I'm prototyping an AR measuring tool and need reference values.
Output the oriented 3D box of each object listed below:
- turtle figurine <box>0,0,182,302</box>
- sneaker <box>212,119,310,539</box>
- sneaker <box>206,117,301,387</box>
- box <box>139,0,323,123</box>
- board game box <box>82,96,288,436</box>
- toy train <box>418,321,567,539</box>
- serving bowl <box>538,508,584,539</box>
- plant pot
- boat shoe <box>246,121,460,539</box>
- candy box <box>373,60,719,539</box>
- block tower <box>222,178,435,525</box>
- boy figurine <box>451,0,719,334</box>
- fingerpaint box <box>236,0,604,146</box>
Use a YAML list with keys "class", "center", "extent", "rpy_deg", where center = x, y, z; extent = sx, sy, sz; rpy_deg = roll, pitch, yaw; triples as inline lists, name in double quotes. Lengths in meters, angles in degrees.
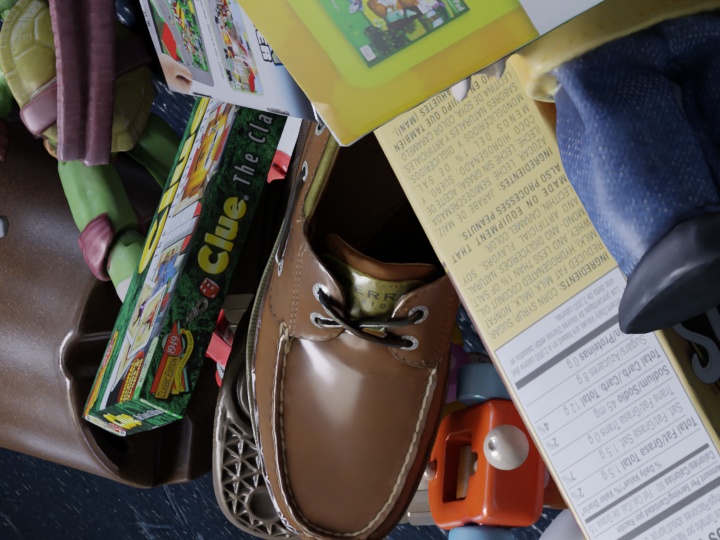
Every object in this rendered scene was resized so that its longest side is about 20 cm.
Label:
- class: "turtle figurine"
  center: [-0.136, -0.045, 1.168]
  extent: [0.194, 0.200, 0.144]
  rpy_deg: [50, -159, 7]
- class: "sneaker"
  center: [-0.003, -0.001, 0.903]
  extent: [0.070, 0.201, 0.076]
  rpy_deg: [17, -166, -4]
- class: "sneaker"
  center: [-0.025, -0.003, 1.073]
  extent: [0.067, 0.108, 0.202]
  rpy_deg: [38, 161, 22]
- class: "box"
  center: [-0.053, -0.148, 0.765]
  extent: [0.110, 0.035, 0.201]
  rpy_deg: [18, 130, 59]
- class: "board game box"
  center: [-0.053, -0.038, 0.926]
  extent: [0.023, 0.201, 0.105]
  rpy_deg: [21, 166, -11]
- class: "toy train"
  center: [0.050, 0.014, 0.904]
  extent: [0.055, 0.201, 0.150]
  rpy_deg: [7, 164, -16]
- class: "serving bowl"
  center: [0.157, 0.110, 0.897]
  extent: [0.199, 0.066, 0.200]
  rpy_deg: [10, 164, 3]
- class: "plant pot"
  center: [-0.154, 0.016, 1.310]
  extent: [0.198, 0.201, 0.201]
  rpy_deg: [16, 148, 42]
- class: "boat shoe"
  center: [0.000, 0.000, 0.822]
  extent: [0.071, 0.201, 0.068]
  rpy_deg: [6, -172, -1]
- class: "candy box"
  center: [0.080, 0.000, 0.724]
  extent: [0.116, 0.056, 0.201]
  rpy_deg: [-4, -116, -56]
- class: "block tower"
  center: [-0.006, 0.040, 1.024]
  extent: [0.054, 0.058, 0.200]
  rpy_deg: [-3, 148, 15]
- class: "boy figurine"
  center: [0.072, -0.087, 0.667]
  extent: [0.064, 0.124, 0.201]
  rpy_deg: [119, 134, -65]
- class: "fingerpaint box"
  center: [0.011, -0.156, 0.555]
  extent: [0.200, 0.166, 0.074]
  rpy_deg: [52, -154, -21]
